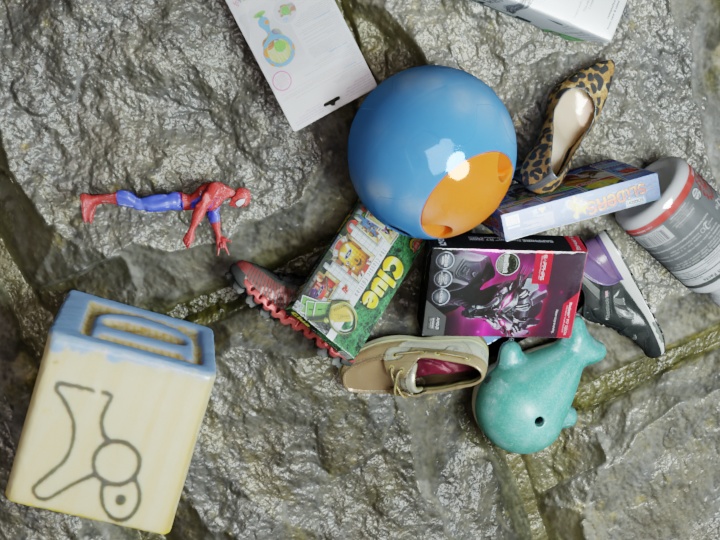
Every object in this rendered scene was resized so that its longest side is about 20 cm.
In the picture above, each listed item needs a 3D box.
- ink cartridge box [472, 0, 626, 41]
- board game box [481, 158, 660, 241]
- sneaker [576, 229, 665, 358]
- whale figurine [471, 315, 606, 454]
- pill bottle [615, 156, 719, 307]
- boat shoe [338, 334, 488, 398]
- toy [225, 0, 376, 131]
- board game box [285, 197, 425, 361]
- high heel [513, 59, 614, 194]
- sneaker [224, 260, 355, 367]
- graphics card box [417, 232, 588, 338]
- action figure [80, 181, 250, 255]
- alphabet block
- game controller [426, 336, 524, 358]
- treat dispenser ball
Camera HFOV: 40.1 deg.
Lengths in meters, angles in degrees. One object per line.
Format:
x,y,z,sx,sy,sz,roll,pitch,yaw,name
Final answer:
0.196,-0.342,1.157,0.198,0.146,0.085,18,100,-12,ink cartridge box
0.251,-0.091,1.227,0.198,0.135,0.035,-15,106,-5,board game box
0.329,0.044,1.305,0.087,0.076,0.201,-30,112,10,sneaker
0.242,0.154,1.295,0.200,0.104,0.159,-42,108,0,whale figurine
0.437,-0.044,1.278,0.200,0.116,0.116,39,94,-16,pill bottle
0.066,0.126,1.260,0.198,0.067,0.075,-13,120,11,boat shoe
-0.076,-0.283,1.176,0.114,0.047,0.201,-28,102,1,toy
0.000,0.000,1.216,0.105,0.023,0.201,40,64,-18,board game box
0.265,-0.177,1.205,0.071,0.143,0.200,39,94,-14,high heel
-0.071,0.034,1.236,0.200,0.071,0.098,34,91,-13,sneaker
0.174,0.018,1.225,0.198,0.051,0.127,3,117,-6,graphics card box
-0.228,-0.057,1.192,0.198,0.065,0.100,-9,95,-6,action figure
-0.287,0.162,1.164,0.194,0.196,0.202,17,99,-11,alphabet block
0.181,0.055,1.296,0.199,0.042,0.105,-27,105,-2,game controller
0.083,-0.138,1.155,0.199,0.201,0.203,-2,103,-9,treat dispenser ball
